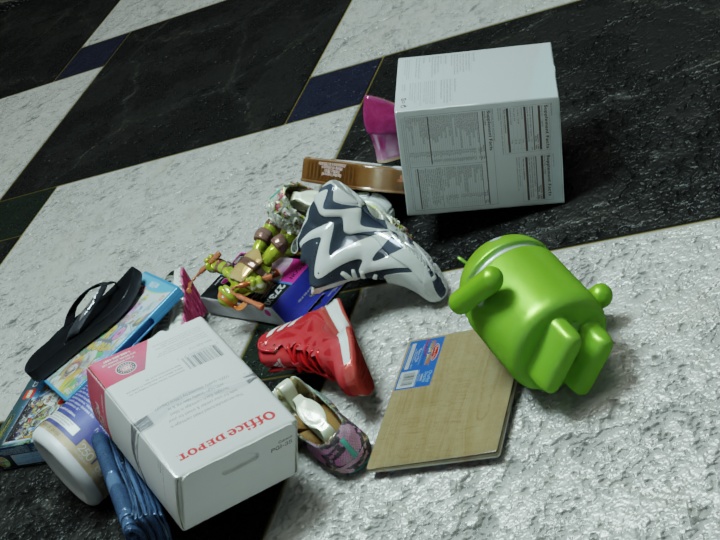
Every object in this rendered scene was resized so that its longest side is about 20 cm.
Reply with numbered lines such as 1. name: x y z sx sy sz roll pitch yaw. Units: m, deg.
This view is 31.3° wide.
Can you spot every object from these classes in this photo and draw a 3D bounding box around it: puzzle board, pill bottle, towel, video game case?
1. puzzle board: 0.098 0.135 1.376 0.149 0.018 0.201 -13 33 28
2. pill bottle: -0.281 0.172 1.535 0.200 0.116 0.115 -43 33 -22
3. towel: -0.239 0.254 1.383 0.048 0.113 0.200 -19 29 -14
4. video game case: -0.325 0.086 1.675 0.200 0.018 0.143 -46 24 -14

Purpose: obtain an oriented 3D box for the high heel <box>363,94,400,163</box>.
1. high heel: 0.096 -0.226 1.808 0.198 0.097 0.067 -20 20 -15

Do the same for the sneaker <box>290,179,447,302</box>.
1. sneaker: 0.000 0.000 1.555 0.130 0.199 0.079 -51 -2 12

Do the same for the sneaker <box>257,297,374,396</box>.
1. sneaker: -0.054 0.108 1.479 0.114 0.079 0.200 -23 17 0

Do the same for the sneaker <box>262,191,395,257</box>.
1. sneaker: -0.055 -0.047 1.715 0.198 0.079 0.091 -13 36 24

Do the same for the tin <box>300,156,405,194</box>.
1. tin: 0.001 -0.131 1.775 0.111 0.043 0.199 6 4 -42

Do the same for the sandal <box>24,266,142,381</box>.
1. sandal: -0.368 0.066 1.695 0.200 0.043 0.076 -42 24 -5

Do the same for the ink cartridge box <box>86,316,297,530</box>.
1. ink cartridge box: -0.177 0.156 1.348 0.145 0.084 0.200 -23 44 -28

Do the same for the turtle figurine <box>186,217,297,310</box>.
1. turtle figurine: -0.131 -0.006 1.658 0.162 0.064 0.199 -51 29 -14

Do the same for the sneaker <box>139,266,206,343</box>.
1. sneaker: -0.258 0.065 1.717 0.087 0.074 0.201 -27 29 8

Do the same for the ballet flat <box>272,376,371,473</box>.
1. ballet flat: -0.059 0.158 1.414 0.069 0.072 0.199 -41 32 -14

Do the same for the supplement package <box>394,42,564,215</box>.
1. supplement package: 0.150 -0.178 1.619 0.197 0.152 0.153 -5 34 7

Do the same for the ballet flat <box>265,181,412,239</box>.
1. ballet flat: -0.022 -0.062 1.619 0.197 0.064 0.076 13 56 -10

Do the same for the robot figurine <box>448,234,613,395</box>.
1. robot figurine: 0.176 0.042 1.332 0.173 0.117 0.200 5 30 -31

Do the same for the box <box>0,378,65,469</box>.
1. box: -0.391 0.170 1.706 0.135 0.038 0.201 -13 34 26

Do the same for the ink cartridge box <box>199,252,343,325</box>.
1. ink cartridge box: -0.118 0.025 1.703 0.198 0.037 0.095 9 47 43
